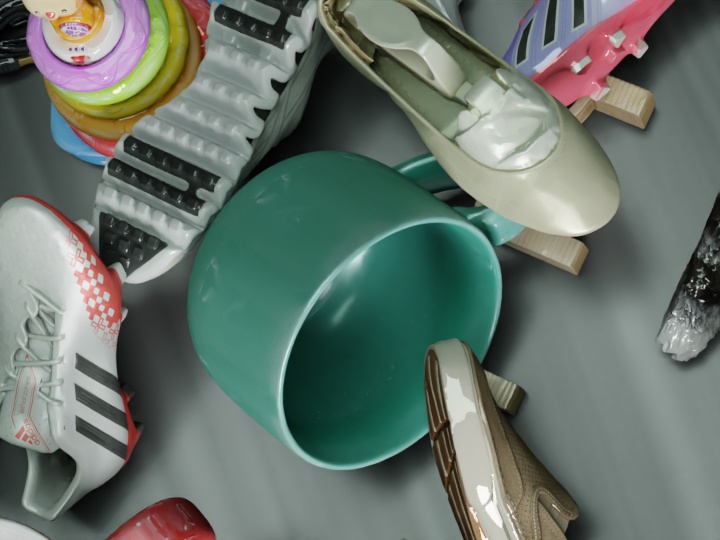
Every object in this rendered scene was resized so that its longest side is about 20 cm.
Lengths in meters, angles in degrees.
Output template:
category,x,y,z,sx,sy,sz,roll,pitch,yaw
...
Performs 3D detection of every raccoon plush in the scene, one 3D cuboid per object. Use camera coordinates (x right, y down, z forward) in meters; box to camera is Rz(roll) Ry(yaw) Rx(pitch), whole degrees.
category,x,y,z,sx,sy,sz,roll,pitch,yaw
raccoon plush,0.259,-0.026,1.300,0.133,0.097,0.201,24,115,2

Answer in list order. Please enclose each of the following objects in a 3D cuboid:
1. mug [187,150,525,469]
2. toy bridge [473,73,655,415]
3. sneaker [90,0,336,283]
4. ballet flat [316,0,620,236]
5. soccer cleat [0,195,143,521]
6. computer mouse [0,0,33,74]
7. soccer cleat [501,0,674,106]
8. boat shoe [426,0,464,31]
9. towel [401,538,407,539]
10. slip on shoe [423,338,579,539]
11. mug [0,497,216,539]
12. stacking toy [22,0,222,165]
category,x,y,z,sx,sy,sz,roll,pitch,yaw
mug,-0.005,0.010,1.303,0.114,0.184,0.153,35,127,39
toy bridge,0.093,-0.018,1.342,0.067,0.027,0.201,24,86,17
sneaker,-0.073,-0.075,1.320,0.075,0.081,0.201,31,85,24
ballet flat,0.052,-0.092,1.254,0.200,0.069,0.070,40,90,23
soccer cleat,-0.167,0.050,1.302,0.068,0.201,0.085,19,48,25
computer mouse,-0.247,-0.209,1.439,0.109,0.044,0.201,-12,78,10
soccer cleat,0.133,-0.157,1.313,0.200,0.067,0.077,-42,70,4
boat shoe,0.027,-0.180,1.360,0.067,0.074,0.201,-35,75,4
towel,0.015,0.267,1.278,0.153,0.023,0.200,44,110,17
slip on shoe,0.084,0.127,1.275,0.060,0.076,0.201,-17,97,-8
mug,-0.148,0.200,1.263,0.176,0.200,0.134,-10,77,9
stacking toy,-0.140,-0.129,1.320,0.115,0.200,0.111,3,80,13
